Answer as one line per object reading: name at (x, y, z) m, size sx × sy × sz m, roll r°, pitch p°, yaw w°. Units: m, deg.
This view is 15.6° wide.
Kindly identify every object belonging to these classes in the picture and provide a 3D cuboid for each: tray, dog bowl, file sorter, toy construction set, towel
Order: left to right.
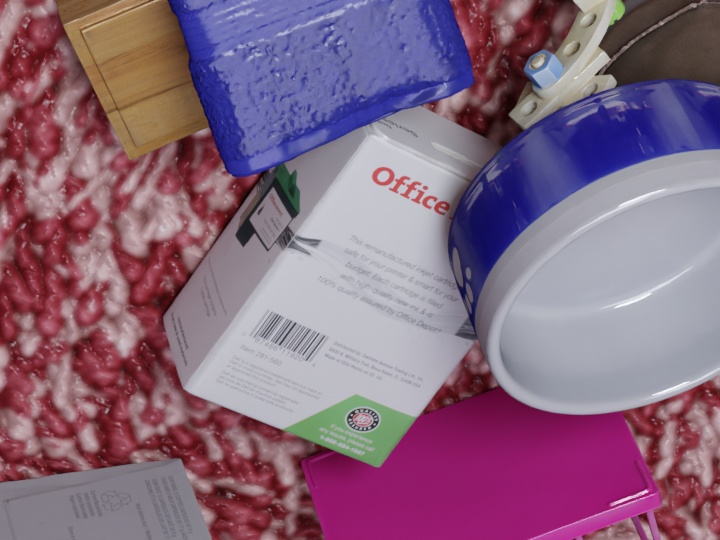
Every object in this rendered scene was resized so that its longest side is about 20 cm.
tray at (-0.057, -0.144, 1.460) m, size 0.200 × 0.037 × 0.099 m, roll -23°, pitch 127°, yaw 1°
towel at (-0.036, -0.165, 1.404) m, size 0.147 × 0.050 × 0.200 m, roll -22°, pitch 112°, yaw -7°
file sorter at (0.086, 0.171, 1.657) m, size 0.200 × 0.139 × 0.126 m, roll -20°, pitch 129°, yaw -1°
toy construction set at (0.097, -0.168, 1.423) m, size 0.092 × 0.131 × 0.200 m, roll -19°, pitch 130°, yaw 10°
dog bowl at (0.152, -0.011, 1.464) m, size 0.200 × 0.079 × 0.200 m, roll -14°, pitch 144°, yaw -11°

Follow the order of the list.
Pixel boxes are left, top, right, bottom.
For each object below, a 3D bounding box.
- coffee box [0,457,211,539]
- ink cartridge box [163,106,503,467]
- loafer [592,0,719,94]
coffee box at (-0.182, 0.262, 1.606) m, size 0.199 × 0.200 × 0.198 m, roll -8°, pitch 126°, yaw -14°
ink cartridge box at (0.000, 0.000, 1.545) m, size 0.146 × 0.084 × 0.200 m, roll 24°, pitch 114°, yaw -29°
loafer at (0.205, -0.138, 1.512) m, size 0.200 × 0.071 × 0.073 m, roll -39°, pitch 125°, yaw 13°
